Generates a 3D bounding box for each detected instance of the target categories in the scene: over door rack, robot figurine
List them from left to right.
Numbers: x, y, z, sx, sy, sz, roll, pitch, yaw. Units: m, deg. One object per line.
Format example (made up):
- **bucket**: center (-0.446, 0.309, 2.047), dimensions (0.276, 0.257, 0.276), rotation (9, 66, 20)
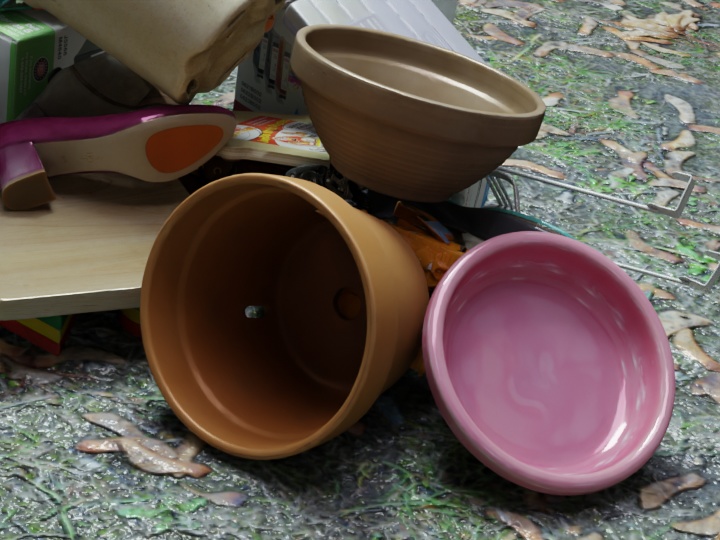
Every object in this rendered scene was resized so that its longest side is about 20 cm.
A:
- **robot figurine**: center (0.000, 0.000, 1.525), dimensions (0.199, 0.146, 0.058), rotation (27, 13, 37)
- **over door rack**: center (0.184, -0.024, 1.598), dimensions (0.199, 0.148, 0.067), rotation (5, 66, 23)

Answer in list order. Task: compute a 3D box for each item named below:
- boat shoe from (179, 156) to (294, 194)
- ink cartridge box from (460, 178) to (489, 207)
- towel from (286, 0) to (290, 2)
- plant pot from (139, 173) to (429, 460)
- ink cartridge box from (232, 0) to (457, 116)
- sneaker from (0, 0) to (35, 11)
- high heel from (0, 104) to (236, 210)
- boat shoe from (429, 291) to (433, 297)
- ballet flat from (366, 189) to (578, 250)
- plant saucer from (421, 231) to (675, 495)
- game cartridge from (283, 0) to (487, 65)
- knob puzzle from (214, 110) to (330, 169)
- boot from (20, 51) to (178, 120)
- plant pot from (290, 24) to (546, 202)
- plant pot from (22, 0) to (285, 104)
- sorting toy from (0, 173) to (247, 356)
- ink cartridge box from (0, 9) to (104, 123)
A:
- **boat shoe**: center (-0.132, -0.084, 1.709), dimensions (0.199, 0.072, 0.068), rotation (-5, 29, -30)
- **ink cartridge box**: center (0.069, -0.077, 1.709), dimensions (0.067, 0.117, 0.200), rotation (15, 30, 10)
- **towel**: center (-0.095, -0.290, 1.727), dimensions (0.200, 0.032, 0.190), rotation (32, 37, 34)
- **plant pot**: center (-0.040, 0.028, 1.424), dimensions (0.199, 0.201, 0.140), rotation (25, 16, 28)
- **ink cartridge box**: center (-0.016, -0.198, 1.817), dimensions (0.144, 0.201, 0.145), rotation (-19, 38, -41)
- **sneaker**: center (-0.253, -0.257, 1.684), dimensions (0.080, 0.072, 0.199), rotation (28, 32, 36)
- **high heel**: center (-0.202, -0.110, 1.568), dimensions (0.199, 0.068, 0.096), rotation (-21, 44, -5)
- **boat shoe**: center (0.096, 0.030, 1.575), dimensions (0.199, 0.068, 0.072), rotation (18, 37, 39)
- **ballet flat**: center (0.079, -0.020, 1.540), dimensions (0.199, 0.074, 0.073), rotation (22, 30, 33)
- **plant saucer**: center (0.133, 0.071, 1.439), dimensions (0.199, 0.051, 0.202), rotation (9, 64, -20)
- **game cartridge**: center (0.039, -0.164, 1.641), dimensions (0.129, 0.038, 0.200), rotation (-29, 71, -29)
- **knob puzzle**: center (-0.079, -0.105, 1.664), dimensions (0.218, 0.031, 0.220), rotation (6, 14, -1)
- **boot**: center (-0.217, -0.118, 1.724), dimensions (0.146, 0.200, 0.070), rotation (-38, 54, -8)
- **plant pot**: center (0.035, -0.114, 1.510), dimensions (0.200, 0.093, 0.201), rotation (16, 19, -6)
- **plant pot**: center (-0.164, -0.239, 1.555), dimensions (0.183, 0.201, 0.200), rotation (43, 35, 6)
- **sorting toy**: center (-0.218, -0.005, 1.543), dimensions (0.199, 0.070, 0.199), rotation (-5, 31, -25)
- **ink cartridge box**: center (-0.268, -0.176, 1.761), dimensions (0.084, 0.146, 0.200), rotation (26, 33, 29)
